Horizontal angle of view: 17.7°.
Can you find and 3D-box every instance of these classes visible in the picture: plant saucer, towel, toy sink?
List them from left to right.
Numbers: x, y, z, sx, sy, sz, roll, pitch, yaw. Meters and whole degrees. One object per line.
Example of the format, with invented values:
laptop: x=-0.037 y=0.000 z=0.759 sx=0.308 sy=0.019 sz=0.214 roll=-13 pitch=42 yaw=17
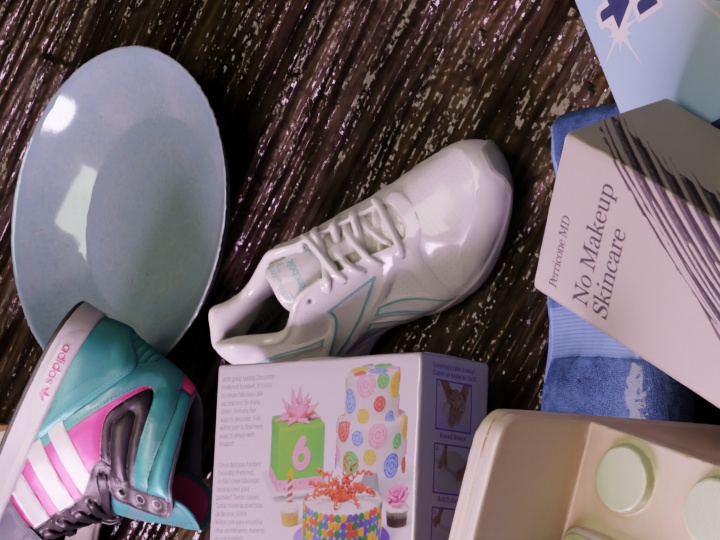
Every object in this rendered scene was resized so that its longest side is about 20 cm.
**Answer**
plant saucer: x=-0.133 y=-0.032 z=1.376 sx=0.201 sy=0.039 sz=0.201 roll=-8 pitch=79 yaw=45
towel: x=0.121 y=0.018 z=1.080 sx=0.112 sy=0.048 sz=0.200 roll=177 pitch=99 yaw=-72
toy sink: x=0.140 y=0.137 z=0.962 sx=0.112 sy=0.200 sz=0.131 roll=18 pitch=96 yaw=45

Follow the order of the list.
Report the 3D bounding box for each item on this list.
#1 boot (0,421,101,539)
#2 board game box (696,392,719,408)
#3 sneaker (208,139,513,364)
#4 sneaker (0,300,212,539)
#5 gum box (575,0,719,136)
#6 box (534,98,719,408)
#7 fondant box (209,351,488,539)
boot: x=-0.232 y=0.171 z=1.421 sx=0.200 sy=0.072 sz=0.155 roll=-4 pitch=81 yaw=37
board game box: x=0.224 y=0.080 z=0.953 sx=0.200 sy=0.105 sz=0.023 roll=37 pitch=109 yaw=42
sneaker: x=0.000 y=0.000 z=1.209 sx=0.200 sy=0.080 sz=0.071 roll=-42 pitch=56 yaw=32
sneaker: x=-0.147 y=0.131 z=1.313 sx=0.121 sy=0.084 sz=0.200 roll=26 pitch=103 yaw=5
gum box: x=0.157 y=-0.142 z=0.965 sx=0.170 sy=0.045 sz=0.200 roll=-31 pitch=76 yaw=50
box: x=0.167 y=0.013 z=0.916 sx=0.200 sy=0.068 sz=0.082 roll=33 pitch=128 yaw=36
fondant box: x=-0.009 y=0.145 z=1.164 sx=0.144 sy=0.058 sz=0.200 roll=-6 pitch=79 yaw=43
